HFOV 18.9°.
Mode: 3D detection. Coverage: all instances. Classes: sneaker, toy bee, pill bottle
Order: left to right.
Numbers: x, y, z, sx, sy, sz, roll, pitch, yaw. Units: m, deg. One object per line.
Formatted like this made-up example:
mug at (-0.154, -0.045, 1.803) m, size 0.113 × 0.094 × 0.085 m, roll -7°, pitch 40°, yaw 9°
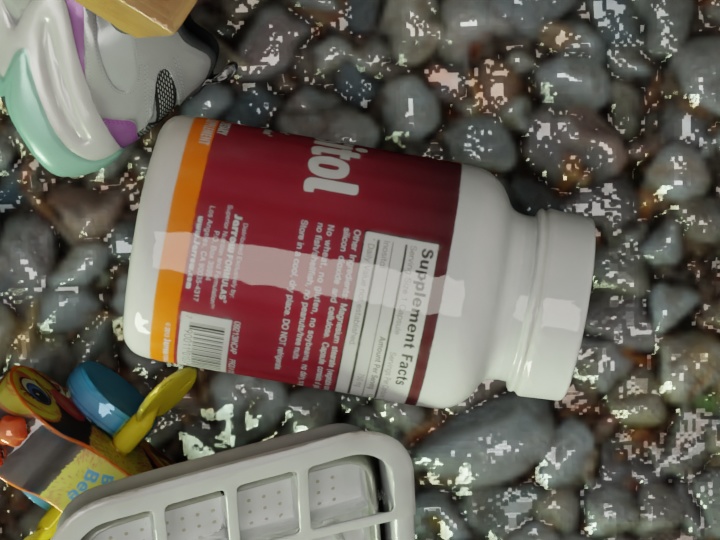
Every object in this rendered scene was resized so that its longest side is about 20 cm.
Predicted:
toy bee at (-0.144, 0.089, 1.004) m, size 0.200 × 0.109 × 0.131 m, roll 20°, pitch 103°, yaw -2°
sneaker at (-0.128, -0.156, 0.976) m, size 0.140 × 0.078 × 0.200 m, roll -30°, pitch 108°, yaw 6°
pill bottle at (0.000, 0.000, 0.980) m, size 0.200 × 0.113 × 0.113 m, roll 10°, pitch 101°, yaw -1°

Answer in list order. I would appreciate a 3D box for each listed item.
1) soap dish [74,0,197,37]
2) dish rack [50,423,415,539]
soap dish at (-0.103, -0.207, 0.918) m, size 0.157 × 0.081 × 0.200 m, roll 31°, pitch 63°, yaw -5°
dish rack at (-0.059, 0.160, 1.006) m, size 0.172 × 0.044 × 0.200 m, roll -14°, pitch 124°, yaw -16°
